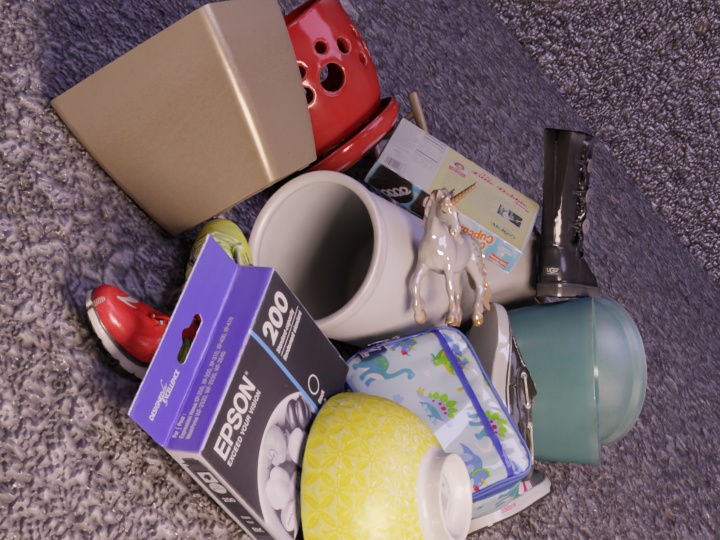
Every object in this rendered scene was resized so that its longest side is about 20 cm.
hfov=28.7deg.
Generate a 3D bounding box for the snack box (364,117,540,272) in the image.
[{"bbox_3d":[0.110,-0.090,1.647,0.199,0.037,0.116,32,36,-2],"label":"snack box"}]

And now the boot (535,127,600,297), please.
[{"bbox_3d":[0.259,-0.068,1.731,0.165,0.065,0.202,6,84,-72],"label":"boot"}]

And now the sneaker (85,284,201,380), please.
[{"bbox_3d":[-0.156,0.056,1.242,0.200,0.085,0.077,35,26,-39],"label":"sneaker"}]

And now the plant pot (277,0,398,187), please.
[{"bbox_3d":[-0.066,-0.206,1.686,0.183,0.200,0.201,54,21,-11],"label":"plant pot"}]

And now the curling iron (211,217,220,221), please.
[{"bbox_3d":[-0.122,0.021,1.453,0.201,0.025,0.050,62,2,35],"label":"curling iron"}]

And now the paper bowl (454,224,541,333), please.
[{"bbox_3d":[0.142,0.010,1.762,0.200,0.200,0.105,18,40,-55],"label":"paper bowl"}]

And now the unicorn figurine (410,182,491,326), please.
[{"bbox_3d":[0.095,-0.012,1.481,0.200,0.073,0.139,21,70,-79],"label":"unicorn figurine"}]

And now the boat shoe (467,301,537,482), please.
[{"bbox_3d":[0.157,0.135,1.551,0.063,0.071,0.202,12,66,-26],"label":"boat shoe"}]

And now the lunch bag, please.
[{"bbox_3d":[0.074,0.161,1.450,0.160,0.083,0.201,-14,60,-21],"label":"lunch bag"}]

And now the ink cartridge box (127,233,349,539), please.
[{"bbox_3d":[-0.095,0.102,1.206,0.200,0.043,0.199,52,42,-36],"label":"ink cartridge box"}]

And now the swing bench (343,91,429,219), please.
[{"bbox_3d":[0.044,-0.127,1.873,0.201,0.129,0.199,57,22,11],"label":"swing bench"}]

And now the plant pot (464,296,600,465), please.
[{"bbox_3d":[0.205,0.134,1.696,0.201,0.159,0.202,-2,90,-80],"label":"plant pot"}]

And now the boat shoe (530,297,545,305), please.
[{"bbox_3d":[0.158,0.012,1.915,0.200,0.072,0.066,22,-10,15],"label":"boat shoe"}]

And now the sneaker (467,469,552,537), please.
[{"bbox_3d":[0.147,0.223,1.611,0.200,0.083,0.122,-7,71,-64],"label":"sneaker"}]

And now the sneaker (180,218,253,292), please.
[{"bbox_3d":[-0.132,-0.001,1.367,0.075,0.077,0.200,18,29,-11],"label":"sneaker"}]

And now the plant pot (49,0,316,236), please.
[{"bbox_3d":[-0.158,-0.150,1.441,0.178,0.199,0.200,62,21,-4],"label":"plant pot"}]

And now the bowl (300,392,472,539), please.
[{"bbox_3d":[0.037,0.207,1.260,0.200,0.107,0.202,-6,90,-66],"label":"bowl"}]

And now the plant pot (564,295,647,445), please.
[{"bbox_3d":[0.263,0.135,1.869,0.133,0.201,0.201,0,50,-29],"label":"plant pot"}]

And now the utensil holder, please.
[{"bbox_3d":[0.000,0.000,1.538,0.200,0.170,0.171,23,36,-55],"label":"utensil holder"}]
